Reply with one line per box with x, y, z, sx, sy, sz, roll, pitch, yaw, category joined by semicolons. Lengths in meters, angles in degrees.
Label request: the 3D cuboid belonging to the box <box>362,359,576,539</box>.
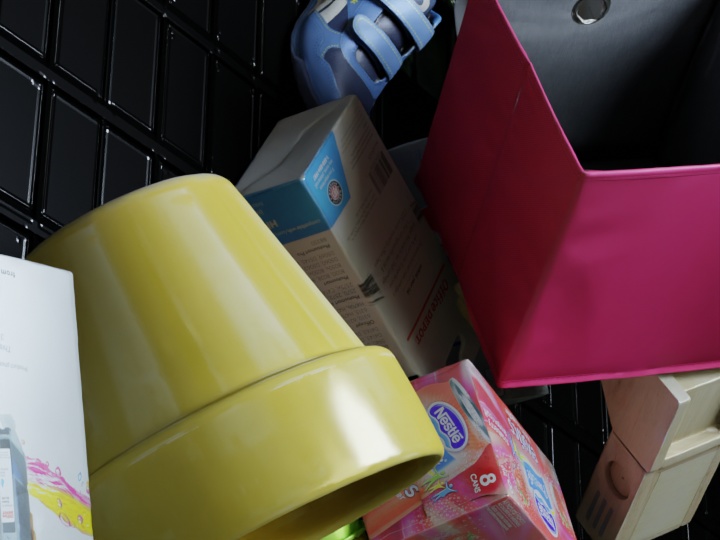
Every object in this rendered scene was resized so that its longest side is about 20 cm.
0.070;0.152;1.315;0.200;0.095;0.103;51;20;-56;box

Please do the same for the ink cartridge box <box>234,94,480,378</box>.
0.000;0.000;1.359;0.200;0.067;0.116;60;31;-22;ink cartridge box

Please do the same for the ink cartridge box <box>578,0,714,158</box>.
0.219;-0.137;1.486;0.043;0.200;0.198;-19;83;-29;ink cartridge box

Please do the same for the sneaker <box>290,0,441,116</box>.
0.007;-0.173;1.443;0.074;0.082;0.200;52;37;-37;sneaker

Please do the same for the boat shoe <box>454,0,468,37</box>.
0.098;-0.240;1.489;0.076;0.060;0.200;-36;117;-57;boat shoe

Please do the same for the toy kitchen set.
0.140;0.078;1.447;0.163;0.180;0.200;-17;53;-28;toy kitchen set

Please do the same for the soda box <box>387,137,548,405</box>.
0.076;0.002;1.491;0.068;0.063;0.200;0;76;-60;soda box

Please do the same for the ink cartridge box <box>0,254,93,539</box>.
-0.213;0.100;0.872;0.145;0.145;0.200;18;61;-56;ink cartridge box

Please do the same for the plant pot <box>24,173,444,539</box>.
-0.085;0.061;1.080;0.201;0.201;0.189;-5;64;-60;plant pot

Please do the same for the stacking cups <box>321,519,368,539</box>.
-0.048;0.114;1.247;0.061;0.060;0.200;-32;98;-59;stacking cups

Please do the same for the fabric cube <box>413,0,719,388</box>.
0.170;-0.067;1.326;0.196;0.199;0.200;-6;50;-19;fabric cube
